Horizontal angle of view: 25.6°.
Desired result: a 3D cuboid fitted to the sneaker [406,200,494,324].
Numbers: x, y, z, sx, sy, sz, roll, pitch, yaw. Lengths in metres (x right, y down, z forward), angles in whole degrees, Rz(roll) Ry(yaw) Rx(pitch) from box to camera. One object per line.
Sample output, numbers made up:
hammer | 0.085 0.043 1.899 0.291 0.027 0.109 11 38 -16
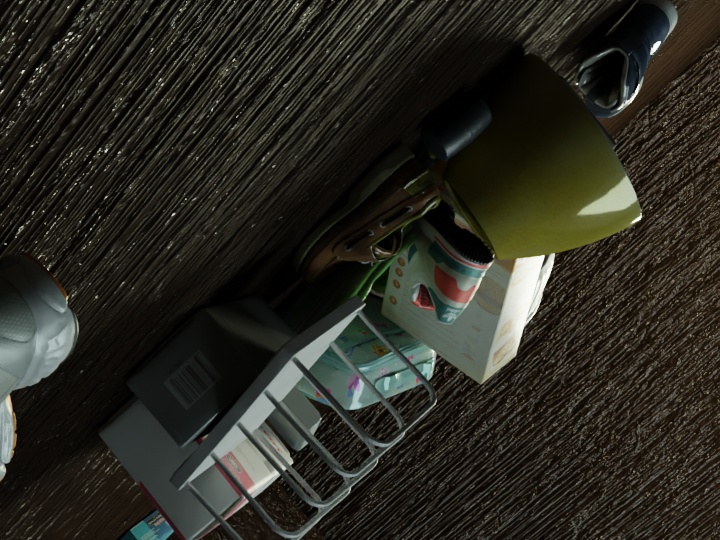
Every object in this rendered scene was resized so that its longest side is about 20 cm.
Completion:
sneaker | 0.065 -0.016 1.616 0.094 0.070 0.200 -67 -152 16

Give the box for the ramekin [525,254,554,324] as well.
ramekin | 0.143 -0.023 1.935 0.200 0.200 0.105 -37 164 -35

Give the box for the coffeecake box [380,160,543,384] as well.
coffeecake box | 0.114 0.000 1.761 0.073 0.153 0.201 -35 149 -38

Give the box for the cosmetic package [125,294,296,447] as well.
cosmetic package | -0.129 0.091 1.489 0.107 0.090 0.200 -43 177 9

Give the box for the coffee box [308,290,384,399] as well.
coffee box | -0.021 0.078 2.114 0.199 0.080 0.114 -37 172 -36

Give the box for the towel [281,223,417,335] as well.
towel | -0.022 0.025 1.629 0.150 0.031 0.200 -52 -168 -20

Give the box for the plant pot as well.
plant pot | 0.165 -0.093 1.583 0.141 0.201 0.200 -34 174 -1

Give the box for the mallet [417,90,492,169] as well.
mallet | 0.067 -0.112 1.548 0.066 0.041 0.200 -40 178 -24

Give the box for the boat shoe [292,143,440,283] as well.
boat shoe | 0.003 -0.034 1.509 0.072 0.068 0.200 -38 174 -43

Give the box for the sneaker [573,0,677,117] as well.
sneaker | 0.297 -0.227 1.917 0.146 0.077 0.203 -51 171 -35

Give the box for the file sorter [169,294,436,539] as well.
file sorter | -0.049 0.150 1.438 0.200 0.125 0.139 -48 171 32

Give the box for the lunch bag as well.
lunch bag | -0.004 0.090 1.840 0.199 0.159 0.078 -19 123 -51

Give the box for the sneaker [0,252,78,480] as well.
sneaker | -0.227 0.071 0.831 0.092 0.076 0.201 -24 155 -46

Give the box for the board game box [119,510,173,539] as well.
board game box | -0.412 0.502 2.814 0.200 0.047 0.151 -45 174 28

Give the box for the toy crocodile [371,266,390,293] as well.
toy crocodile | 0.000 0.000 1.826 0.199 0.062 0.068 -31 159 -44

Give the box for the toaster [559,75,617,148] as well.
toaster | 0.180 -0.116 1.830 0.200 0.119 0.181 -37 174 -38

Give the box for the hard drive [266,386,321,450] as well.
hard drive | -0.099 0.134 1.755 0.026 0.132 0.200 -40 174 -13

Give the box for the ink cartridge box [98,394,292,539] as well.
ink cartridge box | -0.162 0.179 1.605 0.083 0.147 0.200 -41 174 10
